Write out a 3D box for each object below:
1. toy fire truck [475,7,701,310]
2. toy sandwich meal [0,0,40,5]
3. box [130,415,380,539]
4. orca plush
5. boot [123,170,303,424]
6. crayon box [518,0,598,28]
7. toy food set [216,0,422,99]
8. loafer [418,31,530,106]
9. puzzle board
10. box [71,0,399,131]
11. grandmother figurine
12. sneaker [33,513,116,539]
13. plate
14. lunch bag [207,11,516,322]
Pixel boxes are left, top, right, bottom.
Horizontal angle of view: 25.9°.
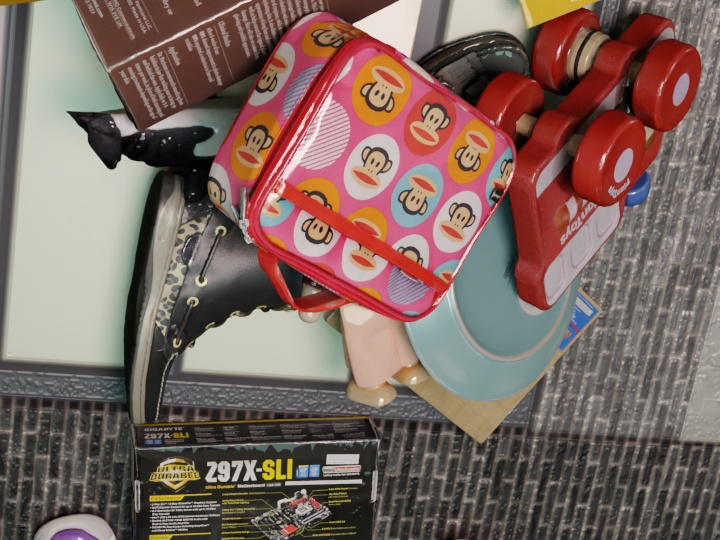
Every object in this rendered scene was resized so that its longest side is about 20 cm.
[{"bbox_3d":[0.172,-0.088,1.161,0.200,0.112,0.169,-48,146,-28],"label":"toy fire truck"},{"bbox_3d":[-0.200,-0.256,1.030,0.203,0.070,0.207,4,75,-14],"label":"toy sandwich meal"},{"bbox_3d":[-0.087,0.202,1.278,0.198,0.049,0.161,-2,110,-10],"label":"box"},{"bbox_3d":[-0.112,-0.079,1.100,0.104,0.199,0.072,10,105,29],"label":"orca plush"},{"bbox_3d":[-0.098,0.030,1.191,0.152,0.074,0.205,5,113,-16],"label":"boot"},{"bbox_3d":[0.141,-0.291,1.111,0.125,0.052,0.201,-21,114,-1],"label":"crayon box"},{"bbox_3d":[-0.028,-0.212,1.092,0.142,0.060,0.202,9,99,-11],"label":"toy food set"},{"bbox_3d":[0.042,-0.107,1.163,0.199,0.063,0.072,-29,113,2],"label":"loafer"},{"bbox_3d":[0.083,0.033,1.238,0.151,0.017,0.200,-48,124,4],"label":"puzzle board"},{"bbox_3d":[-0.077,-0.178,0.998,0.199,0.100,0.075,-26,73,-4],"label":"box"},{"bbox_3d":[0.000,0.000,1.145,0.121,0.060,0.202,-34,126,-39],"label":"grandmother figurine"},{"bbox_3d":[-0.222,0.302,1.273,0.080,0.089,0.202,-12,116,-7],"label":"sneaker"},{"bbox_3d":[0.108,0.000,1.183,0.199,0.025,0.202,-3,94,-41],"label":"plate"},{"bbox_3d":[-0.004,-0.054,1.031,0.199,0.082,0.177,29,94,-45],"label":"lunch bag"}]
